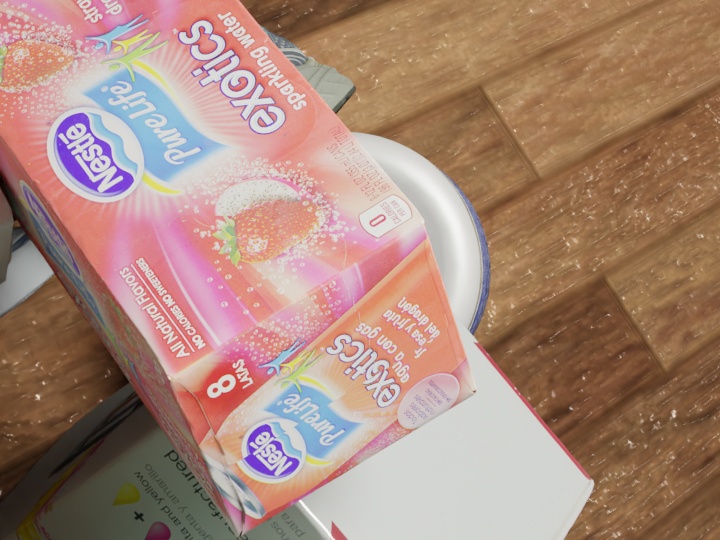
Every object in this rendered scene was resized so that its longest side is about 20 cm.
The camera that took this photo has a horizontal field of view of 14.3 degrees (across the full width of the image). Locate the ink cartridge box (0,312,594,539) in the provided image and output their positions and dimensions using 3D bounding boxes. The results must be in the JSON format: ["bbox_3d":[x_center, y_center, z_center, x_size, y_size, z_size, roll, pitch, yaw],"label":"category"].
[{"bbox_3d":[-0.043,0.107,1.126,0.145,0.200,0.145,49,39,-7],"label":"ink cartridge box"}]

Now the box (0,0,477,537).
[{"bbox_3d":[-0.058,-0.021,0.996,0.200,0.102,0.095,52,-12,40],"label":"box"}]

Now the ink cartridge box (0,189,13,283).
[{"bbox_3d":[-0.241,-0.027,1.024,0.199,0.084,0.145,-26,80,-16],"label":"ink cartridge box"}]

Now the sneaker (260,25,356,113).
[{"bbox_3d":[-0.079,-0.059,1.340,0.086,0.078,0.200,39,30,0],"label":"sneaker"}]

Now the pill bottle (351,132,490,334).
[{"bbox_3d":[0.000,0.000,1.271,0.116,0.115,0.200,56,4,3],"label":"pill bottle"}]

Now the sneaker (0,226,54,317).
[{"bbox_3d":[-0.195,0.010,1.138,0.071,0.073,0.200,59,36,0],"label":"sneaker"}]
